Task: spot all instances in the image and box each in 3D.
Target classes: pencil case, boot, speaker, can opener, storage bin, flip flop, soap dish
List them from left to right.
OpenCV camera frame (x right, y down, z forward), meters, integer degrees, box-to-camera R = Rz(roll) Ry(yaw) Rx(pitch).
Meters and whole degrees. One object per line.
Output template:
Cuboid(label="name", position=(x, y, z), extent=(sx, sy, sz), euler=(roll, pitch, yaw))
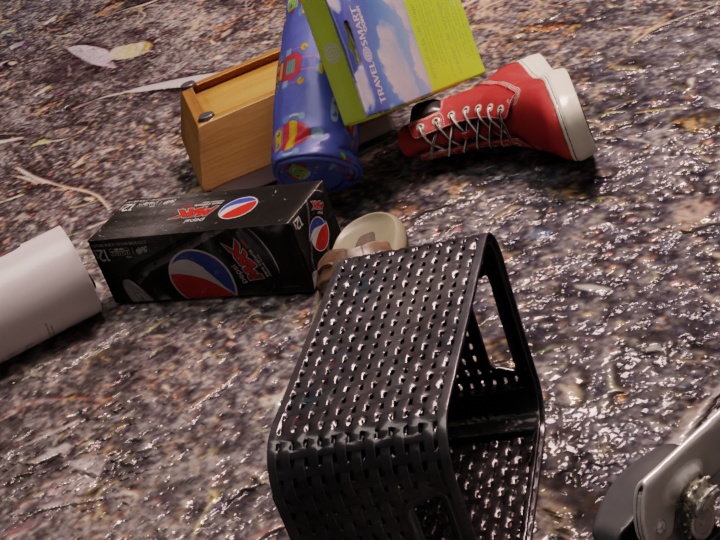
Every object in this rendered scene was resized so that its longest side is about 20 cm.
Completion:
Cuboid(label="speaker", position=(-0.311, 0.042, 1.123), extent=(0.199, 0.082, 0.081), euler=(-28, 28, -14))
Cuboid(label="soap dish", position=(-0.076, -0.155, 1.326), extent=(0.199, 0.082, 0.157), euler=(-23, 27, -4))
Cuboid(label="pencil case", position=(-0.029, -0.160, 1.206), extent=(0.078, 0.086, 0.202), euler=(-24, 55, 48))
Cuboid(label="flip flop", position=(0.000, 0.000, 1.010), extent=(0.080, 0.058, 0.200), euler=(-14, 27, 12))
Cuboid(label="storage bin", position=(0.032, 0.085, 0.740), extent=(0.093, 0.136, 0.200), euler=(-11, 28, 18))
Cuboid(label="boot", position=(0.106, -0.114, 1.142), extent=(0.143, 0.073, 0.200), euler=(-21, 19, -1))
Cuboid(label="can opener", position=(0.200, 0.079, 0.732), extent=(0.199, 0.053, 0.066), euler=(-34, 29, -25))

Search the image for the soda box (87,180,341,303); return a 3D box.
Cuboid(label="soda box", position=(-0.117, -0.021, 1.125), extent=(0.199, 0.064, 0.071), euler=(-4, 31, 30))

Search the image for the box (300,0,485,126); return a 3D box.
Cuboid(label="box", position=(0.024, -0.200, 1.185), extent=(0.047, 0.123, 0.200), euler=(-15, 8, 38))
